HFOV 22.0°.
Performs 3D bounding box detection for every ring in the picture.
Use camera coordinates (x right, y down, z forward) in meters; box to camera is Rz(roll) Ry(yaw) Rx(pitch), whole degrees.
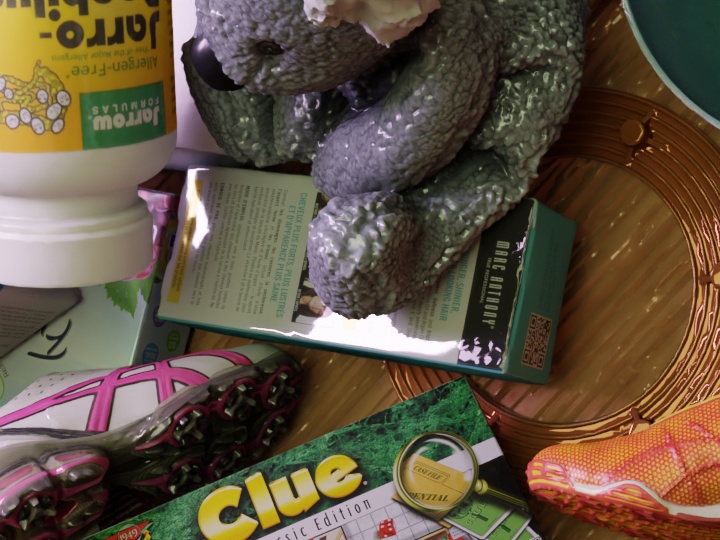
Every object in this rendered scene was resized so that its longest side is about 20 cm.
[{"bbox_3d":[0.096,0.008,0.891,0.200,0.019,0.201,-4,81,25],"label":"ring"}]

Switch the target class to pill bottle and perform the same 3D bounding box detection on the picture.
[{"bbox_3d":[-0.141,-0.099,0.843,0.113,0.113,0.200,7,106,26],"label":"pill bottle"}]

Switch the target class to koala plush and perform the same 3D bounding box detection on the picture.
[{"bbox_3d":[-0.005,-0.117,0.797,0.184,0.200,0.177,-38,53,3],"label":"koala plush"}]

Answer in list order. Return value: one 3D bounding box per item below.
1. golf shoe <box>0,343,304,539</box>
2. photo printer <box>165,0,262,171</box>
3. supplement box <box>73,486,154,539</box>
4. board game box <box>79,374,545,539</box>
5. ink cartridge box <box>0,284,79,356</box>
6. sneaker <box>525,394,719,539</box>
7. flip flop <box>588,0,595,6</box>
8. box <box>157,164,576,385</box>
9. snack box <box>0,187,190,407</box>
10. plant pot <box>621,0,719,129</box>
[{"bbox_3d":[-0.119,0.071,0.899,0.092,0.200,0.073,43,138,34],"label":"golf shoe"},{"bbox_3d":[-0.116,-0.138,0.985,0.200,0.069,0.167,9,86,26],"label":"photo printer"},{"bbox_3d":[-0.120,0.173,0.918,0.200,0.061,0.109,33,132,27],"label":"supplement box"},{"bbox_3d":[-0.023,0.131,0.842,0.200,0.023,0.105,-24,54,-3],"label":"board game box"},{"bbox_3d":[-0.268,0.029,0.930,0.200,0.146,0.086,-33,71,19],"label":"ink cartridge box"},{"bbox_3d":[0.173,0.082,0.824,0.200,0.073,0.077,-5,67,17],"label":"sneaker"},{"bbox_3d":[0.112,-0.160,0.893,0.200,0.058,0.081,-47,70,28],"label":"flip flop"},{"bbox_3d":[0.000,0.000,0.900,0.200,0.049,0.082,8,84,31],"label":"box"},{"bbox_3d":[-0.187,0.013,1.005,0.200,0.053,0.142,12,89,27],"label":"snack box"},{"bbox_3d":[0.223,-0.131,0.786,0.200,0.135,0.200,-4,80,24],"label":"plant pot"}]
